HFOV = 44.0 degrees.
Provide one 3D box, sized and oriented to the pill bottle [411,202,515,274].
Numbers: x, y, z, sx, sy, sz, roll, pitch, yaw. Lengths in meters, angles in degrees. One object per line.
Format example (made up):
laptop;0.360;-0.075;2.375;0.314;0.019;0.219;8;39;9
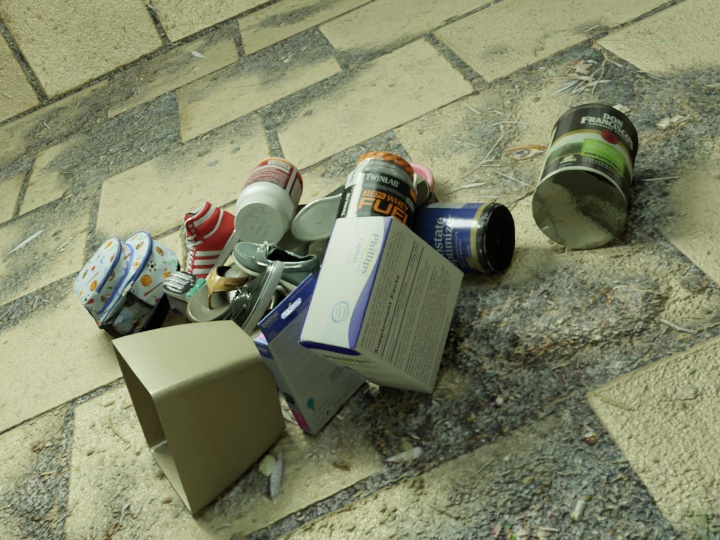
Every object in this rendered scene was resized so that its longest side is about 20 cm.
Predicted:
pill bottle;0.143;-0.054;1.452;0.198;0.113;0.112;3;40;38

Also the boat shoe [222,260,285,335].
boat shoe;-0.187;0.059;1.450;0.201;0.056;0.069;-56;11;28

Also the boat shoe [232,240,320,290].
boat shoe;-0.140;-0.022;1.502;0.198;0.063;0.072;23;39;35

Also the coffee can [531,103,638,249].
coffee can;0.360;-0.152;1.420;0.144;0.148;0.201;-6;36;27

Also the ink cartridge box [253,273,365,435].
ink cartridge box;-0.075;0.116;1.254;0.042;0.202;0.119;11;44;44

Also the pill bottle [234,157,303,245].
pill bottle;-0.169;-0.124;1.641;0.108;0.111;0.201;-15;25;13

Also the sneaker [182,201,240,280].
sneaker;-0.310;-0.033;1.667;0.201;0.112;0.071;-57;20;-1

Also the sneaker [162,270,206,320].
sneaker;-0.259;0.069;1.594;0.198;0.088;0.075;22;47;19

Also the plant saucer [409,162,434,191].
plant saucer;0.050;-0.131;1.692;0.198;0.051;0.202;-17;33;11

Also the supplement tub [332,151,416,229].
supplement tub;0.021;-0.077;1.403;0.121;0.123;0.203;-3;61;30

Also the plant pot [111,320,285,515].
plant pot;-0.221;0.184;1.279;0.175;0.203;0.199;-24;29;-24

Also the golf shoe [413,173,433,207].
golf shoe;0.037;-0.094;1.552;0.200;0.088;0.077;-45;66;-1

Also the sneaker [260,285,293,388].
sneaker;-0.142;0.106;1.438;0.069;0.076;0.201;-15;32;14

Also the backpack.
backpack;-0.431;0.020;1.661;0.191;0.154;0.199;-49;36;-6

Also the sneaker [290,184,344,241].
sneaker;-0.034;-0.118;1.622;0.198;0.071;0.099;-31;7;8

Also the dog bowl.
dog bowl;-0.142;-0.045;1.684;0.197;0.059;0.201;-18;31;11

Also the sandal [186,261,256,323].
sandal;-0.225;0.018;1.539;0.081;0.055;0.200;32;59;31

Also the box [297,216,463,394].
box;0.033;0.049;1.226;0.104;0.199;0.187;4;70;39
